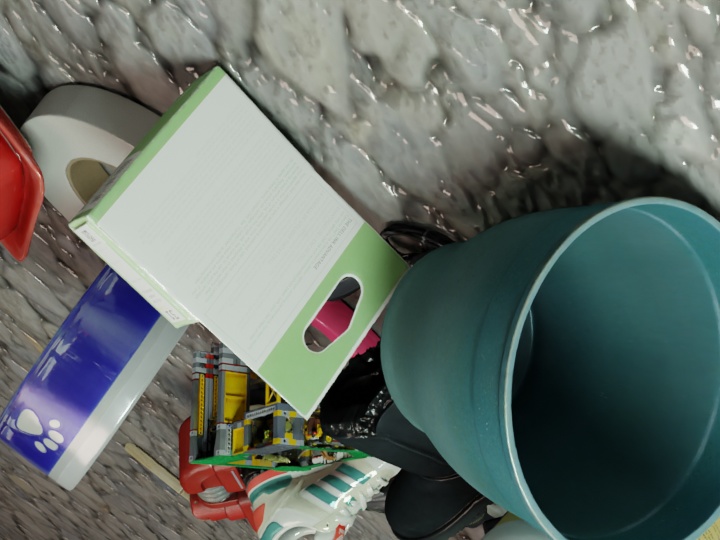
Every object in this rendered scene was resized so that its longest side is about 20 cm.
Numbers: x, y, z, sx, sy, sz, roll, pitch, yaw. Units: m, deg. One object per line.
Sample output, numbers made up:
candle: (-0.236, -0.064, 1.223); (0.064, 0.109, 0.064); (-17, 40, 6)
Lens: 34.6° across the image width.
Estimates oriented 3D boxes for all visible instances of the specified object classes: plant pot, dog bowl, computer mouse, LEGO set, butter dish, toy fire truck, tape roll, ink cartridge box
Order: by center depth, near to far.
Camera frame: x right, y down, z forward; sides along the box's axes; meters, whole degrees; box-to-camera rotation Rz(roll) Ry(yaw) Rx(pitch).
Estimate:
plant pot: (0.112, 0.056, 0.710); (0.200, 0.201, 0.187); (44, 162, -25)
ink cartridge box: (-0.077, -0.017, 0.791); (0.200, 0.146, 0.048); (46, 152, -18)
computer mouse: (0.000, 0.000, 0.881); (0.059, 0.034, 0.199); (45, 148, -25)
butter dish: (-0.367, -0.085, 0.938); (0.201, 0.147, 0.199); (52, 151, 3)
dog bowl: (-0.207, 0.072, 0.940); (0.078, 0.201, 0.200); (35, 152, -7)
tape roll: (-0.188, -0.067, 0.950); (0.200, 0.037, 0.204); (24, 152, 13)
LEGO set: (-0.062, 0.104, 0.997); (0.152, 0.118, 0.199); (8, 162, -26)
toy fire truck: (-0.165, 0.209, 1.242); (0.197, 0.130, 0.177); (-12, 143, 5)

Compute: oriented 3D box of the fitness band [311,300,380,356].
fitness band: (-0.036, 0.074, 1.037); (0.142, 0.038, 0.200); (-8, 135, 46)

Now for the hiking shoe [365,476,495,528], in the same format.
hiking shoe: (0.041, 0.231, 1.170); (0.198, 0.076, 0.101); (3, 139, 40)

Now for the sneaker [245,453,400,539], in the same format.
sneaker: (-0.013, 0.217, 1.101); (0.197, 0.095, 0.070); (-22, 148, 11)

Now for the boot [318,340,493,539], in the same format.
boot: (0.034, 0.131, 0.878); (0.167, 0.077, 0.200); (26, 138, -25)

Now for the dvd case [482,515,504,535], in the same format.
dvd case: (0.184, 0.226, 0.973); (0.140, 0.018, 0.201); (-16, 151, 7)

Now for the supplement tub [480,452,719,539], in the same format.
supplement tub: (0.159, 0.200, 0.766); (0.144, 0.199, 0.147); (26, 134, 31)
